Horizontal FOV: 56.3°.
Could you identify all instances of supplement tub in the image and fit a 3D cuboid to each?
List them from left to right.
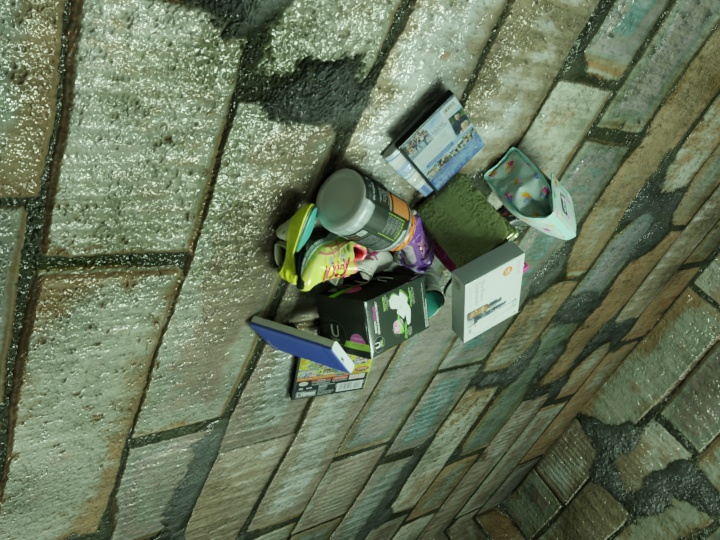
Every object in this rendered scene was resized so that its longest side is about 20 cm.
[{"bbox_3d":[0.017,-0.108,1.288,0.123,0.123,0.199,-48,145,14],"label":"supplement tub"}]

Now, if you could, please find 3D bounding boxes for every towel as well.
[{"bbox_3d":[0.139,-0.235,1.346,0.147,0.024,0.200,-45,146,9],"label":"towel"},{"bbox_3d":[0.220,-0.099,1.430,0.148,0.200,0.036,-41,162,4],"label":"towel"}]

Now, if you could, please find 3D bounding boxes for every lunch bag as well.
[{"bbox_3d":[0.398,-0.161,1.522,0.122,0.200,0.170,-46,145,12],"label":"lunch bag"}]

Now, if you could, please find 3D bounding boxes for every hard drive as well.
[{"bbox_3d":[-0.121,0.156,1.409,0.026,0.198,0.132,-65,152,-21],"label":"hard drive"}]

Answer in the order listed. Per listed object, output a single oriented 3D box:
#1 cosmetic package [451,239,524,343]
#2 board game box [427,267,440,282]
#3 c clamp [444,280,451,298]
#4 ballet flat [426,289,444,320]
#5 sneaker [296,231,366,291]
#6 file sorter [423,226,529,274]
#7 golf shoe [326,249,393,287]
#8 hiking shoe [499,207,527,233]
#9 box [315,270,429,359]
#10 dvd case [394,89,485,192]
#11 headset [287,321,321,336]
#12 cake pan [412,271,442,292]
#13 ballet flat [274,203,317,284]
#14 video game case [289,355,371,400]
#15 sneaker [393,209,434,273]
[{"bbox_3d":[0.267,0.048,1.422,0.150,0.052,0.201,-29,142,-16],"label":"cosmetic package"},{"bbox_3d":[0.090,0.102,1.676,0.198,0.041,0.201,-18,140,-28],"label":"board game box"},{"bbox_3d":[0.304,0.015,1.794,0.199,0.027,0.172,7,125,-47],"label":"c clamp"},{"bbox_3d":[0.114,0.118,1.565,0.200,0.068,0.072,-43,166,4],"label":"ballet flat"},{"bbox_3d":[-0.051,-0.016,1.292,0.200,0.090,0.079,-47,162,-47],"label":"sneaker"},{"bbox_3d":[0.251,-0.050,1.511,0.139,0.200,0.125,-41,145,3],"label":"file sorter"},{"bbox_3d":[0.000,0.000,1.426,0.199,0.092,0.073,-10,136,-41],"label":"golf shoe"},{"bbox_3d":[0.378,-0.120,1.679,0.198,0.076,0.101,-24,153,-7],"label":"hiking shoe"},{"bbox_3d":[0.028,0.087,1.431,0.199,0.148,0.126,-21,109,-45],"label":"box"},{"bbox_3d":[0.159,-0.246,1.314,0.143,0.018,0.200,-43,148,8],"label":"dvd case"},{"bbox_3d":[-0.071,0.111,1.528,0.199,0.094,0.124,-30,145,-41],"label":"headset"},{"bbox_3d":[0.119,0.090,1.619,0.199,0.037,0.201,-25,143,-21],"label":"cake pan"},{"bbox_3d":[-0.128,-0.052,1.267,0.201,0.066,0.067,104,12,-46],"label":"ballet flat"},{"bbox_3d":[-0.070,0.245,1.666,0.198,0.026,0.182,-5,136,-20],"label":"video game case"},{"bbox_3d":[0.122,-0.054,1.446,0.081,0.088,0.201,-47,161,-16],"label":"sneaker"}]
